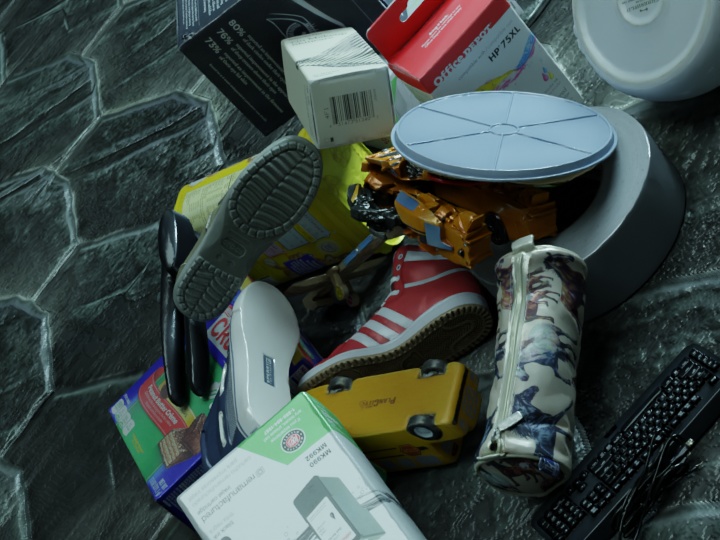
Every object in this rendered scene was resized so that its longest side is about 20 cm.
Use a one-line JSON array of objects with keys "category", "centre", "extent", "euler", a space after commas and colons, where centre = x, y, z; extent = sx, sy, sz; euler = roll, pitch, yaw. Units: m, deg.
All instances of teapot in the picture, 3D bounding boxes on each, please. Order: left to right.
[{"category": "teapot", "centre": [0.296, -0.244, 1.659], "extent": [0.200, 0.145, 0.199], "euler": [42, 122, 38]}]

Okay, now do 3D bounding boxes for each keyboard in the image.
[{"category": "keyboard", "centre": [0.216, 0.141, 1.439], "extent": [0.200, 0.040, 0.104], "euler": [-49, 34, -2]}]

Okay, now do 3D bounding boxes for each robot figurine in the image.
[{"category": "robot figurine", "centre": [0.077, -0.066, 1.624], "extent": [0.144, 0.059, 0.200], "euler": [-21, 32, -28]}]

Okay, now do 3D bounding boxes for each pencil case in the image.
[{"category": "pencil case", "centre": [0.140, 0.078, 1.495], "extent": [0.077, 0.089, 0.202], "euler": [-3, 65, 25]}]

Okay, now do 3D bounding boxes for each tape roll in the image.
[{"category": "tape roll", "centre": [0.188, -0.049, 1.637], "extent": [0.199, 0.066, 0.201], "euler": [-27, 38, 24]}]

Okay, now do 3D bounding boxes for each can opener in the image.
[{"category": "can opener", "centre": [-0.176, 0.041, 1.793], "extent": [0.063, 0.078, 0.202], "euler": [-25, 56, 35]}]

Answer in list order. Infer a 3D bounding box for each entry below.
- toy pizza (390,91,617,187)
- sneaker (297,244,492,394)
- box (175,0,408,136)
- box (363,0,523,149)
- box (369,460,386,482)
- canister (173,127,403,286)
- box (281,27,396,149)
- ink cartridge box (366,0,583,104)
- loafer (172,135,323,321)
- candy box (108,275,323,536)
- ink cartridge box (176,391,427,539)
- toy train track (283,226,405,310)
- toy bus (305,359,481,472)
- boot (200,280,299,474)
[{"category": "toy pizza", "centre": [0.125, -0.110, 1.605], "extent": [0.198, 0.032, 0.201], "euler": [-1, 25, 0]}, {"category": "sneaker", "centre": [0.025, 0.051, 1.703], "extent": [0.199, 0.071, 0.113], "euler": [-28, 41, 14]}, {"category": "box", "centre": [-0.071, -0.264, 1.891], "extent": [0.199, 0.148, 0.105], "euler": [-33, 35, 18]}, {"category": "box", "centre": [0.046, -0.233, 1.949], "extent": [0.201, 0.097, 0.176], "euler": [-53, 33, -11]}, {"category": "box", "centre": [-0.073, 0.232, 1.634], "extent": [0.199, 0.048, 0.118], "euler": [-15, 53, 40]}, {"category": "canister", "centre": [-0.073, -0.059, 1.853], "extent": [0.199, 0.148, 0.087], "euler": [-20, 42, 35]}, {"category": "box", "centre": [-0.023, -0.177, 1.755], "extent": [0.081, 0.069, 0.200], "euler": [-11, 20, -8]}, {"category": "ink cartridge box", "centre": [0.110, -0.193, 1.746], "extent": [0.116, 0.200, 0.067], "euler": [-48, 35, -4]}, {"category": "loafer", "centre": [-0.113, -0.046, 1.733], "extent": [0.200, 0.075, 0.070], "euler": [-51, 19, 0]}, {"category": "candy box", "centre": [-0.133, 0.128, 1.785], "extent": [0.200, 0.077, 0.169], "euler": [-44, 37, 2]}, {"category": "ink cartridge box", "centre": [-0.034, 0.226, 1.503], "extent": [0.146, 0.084, 0.200], "euler": [-40, 60, 1]}, {"category": "toy train track", "centre": [0.000, 0.000, 1.751], "extent": [0.200, 0.114, 0.033], "euler": [-44, 68, 53]}, {"category": "toy bus", "centre": [0.023, 0.135, 1.611], "extent": [0.199, 0.078, 0.066], "euler": [-13, 48, 38]}, {"category": "boot", "centre": [-0.109, 0.102, 1.677], "extent": [0.090, 0.072, 0.201], "euler": [-45, 26, 31]}]
